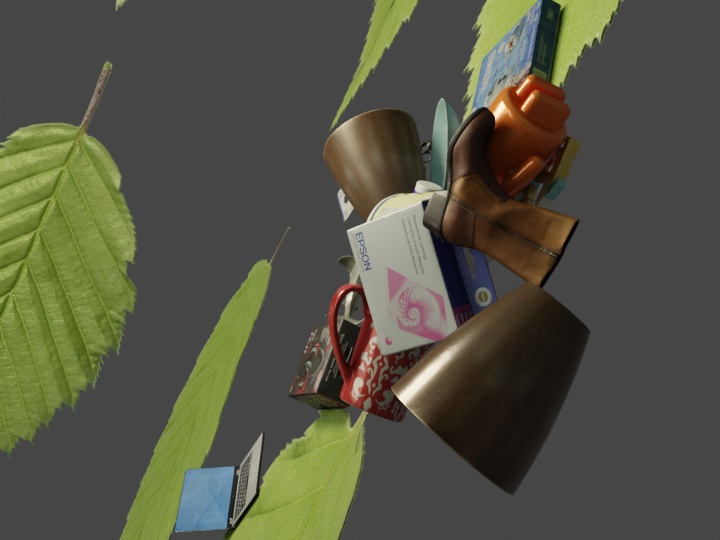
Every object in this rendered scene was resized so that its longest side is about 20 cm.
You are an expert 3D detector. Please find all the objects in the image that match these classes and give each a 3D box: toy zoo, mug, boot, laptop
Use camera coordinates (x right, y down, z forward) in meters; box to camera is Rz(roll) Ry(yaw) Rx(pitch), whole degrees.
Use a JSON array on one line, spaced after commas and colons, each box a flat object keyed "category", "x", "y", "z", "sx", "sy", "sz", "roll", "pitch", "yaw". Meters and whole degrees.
[{"category": "toy zoo", "x": 0.259, "y": -0.140, "z": 1.493, "sx": 0.132, "sy": 0.020, "sz": 0.200, "roll": -64, "pitch": 16, "yaw": 7}, {"category": "mug", "x": 0.032, "y": 0.117, "z": 1.603, "sx": 0.133, "sy": 0.176, "sz": 0.202, "roll": 21, "pitch": -91, "yaw": -79}, {"category": "boot", "x": 0.197, "y": -0.100, "z": 1.352, "sx": 0.199, "sy": 0.068, "sz": 0.190, "roll": 28, "pitch": 95, "yaw": 29}, {"category": "laptop", "x": -0.311, "y": 0.471, "z": 2.268, "sx": 0.201, "sy": 0.115, "sz": 0.188, "roll": -56, "pitch": 19, "yaw": 30}]

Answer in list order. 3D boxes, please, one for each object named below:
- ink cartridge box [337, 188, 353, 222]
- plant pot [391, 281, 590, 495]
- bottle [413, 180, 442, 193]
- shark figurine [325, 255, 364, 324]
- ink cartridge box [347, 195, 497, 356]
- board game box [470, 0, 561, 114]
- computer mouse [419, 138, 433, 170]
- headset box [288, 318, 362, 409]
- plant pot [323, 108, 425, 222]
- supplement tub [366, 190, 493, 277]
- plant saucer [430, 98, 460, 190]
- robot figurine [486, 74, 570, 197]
[{"category": "ink cartridge box", "x": 0.015, "y": -0.221, "z": 2.353, "sx": 0.201, "sy": 0.040, "sz": 0.200, "roll": -61, "pitch": 17, "yaw": 18}, {"category": "plant pot", "x": 0.168, "y": 0.119, "z": 1.179, "sx": 0.201, "sy": 0.186, "sz": 0.187, "roll": -50, "pitch": 17, "yaw": 0}, {"category": "bottle", "x": 0.092, "y": -0.052, "z": 1.752, "sx": 0.084, "sy": 0.064, "sz": 0.202, "roll": -109, "pitch": 33, "yaw": -66}, {"category": "shark figurine", "x": -0.013, "y": 0.018, "z": 1.986, "sx": 0.216, "sy": 0.089, "sz": 0.128, "roll": -61, "pitch": 11, "yaw": -19}, {"category": "ink cartridge box", "x": 0.089, "y": 0.006, "z": 1.469, "sx": 0.199, "sy": 0.043, "sz": 0.199, "roll": -20, "pitch": 84, "yaw": 38}, {"category": "board game box", "x": 0.257, "y": -0.330, "z": 1.732, "sx": 0.199, "sy": 0.043, "sz": 0.202, "roll": -43, "pitch": 28, "yaw": 56}, {"category": "computer mouse", "x": 0.083, "y": -0.168, "z": 2.037, "sx": 0.138, "sy": 0.052, "sz": 0.202, "roll": -40, "pitch": 30, "yaw": 55}, {"category": "headset box", "x": -0.053, "y": 0.180, "z": 1.932, "sx": 0.200, "sy": 0.074, "sz": 0.150, "roll": -21, "pitch": 46, "yaw": 68}, {"category": "plant pot", "x": 0.048, "y": -0.162, "z": 1.891, "sx": 0.187, "sy": 0.185, "sz": 0.202, "roll": -49, "pitch": 51, "yaw": 44}, {"category": "supplement tub", "x": 0.109, "y": -0.050, "z": 1.592, "sx": 0.199, "sy": 0.144, "sz": 0.146, "roll": 4, "pitch": 69, "yaw": 61}, {"category": "plant saucer", "x": 0.155, "y": -0.202, "z": 1.803, "sx": 0.201, "sy": 0.038, "sz": 0.204, "roll": -178, "pitch": 90, "yaw": -87}, {"category": "robot figurine", "x": 0.213, "y": -0.178, "z": 1.447, "sx": 0.144, "sy": 0.116, "sz": 0.201, "roll": 53, "pitch": 129, "yaw": 20}]
